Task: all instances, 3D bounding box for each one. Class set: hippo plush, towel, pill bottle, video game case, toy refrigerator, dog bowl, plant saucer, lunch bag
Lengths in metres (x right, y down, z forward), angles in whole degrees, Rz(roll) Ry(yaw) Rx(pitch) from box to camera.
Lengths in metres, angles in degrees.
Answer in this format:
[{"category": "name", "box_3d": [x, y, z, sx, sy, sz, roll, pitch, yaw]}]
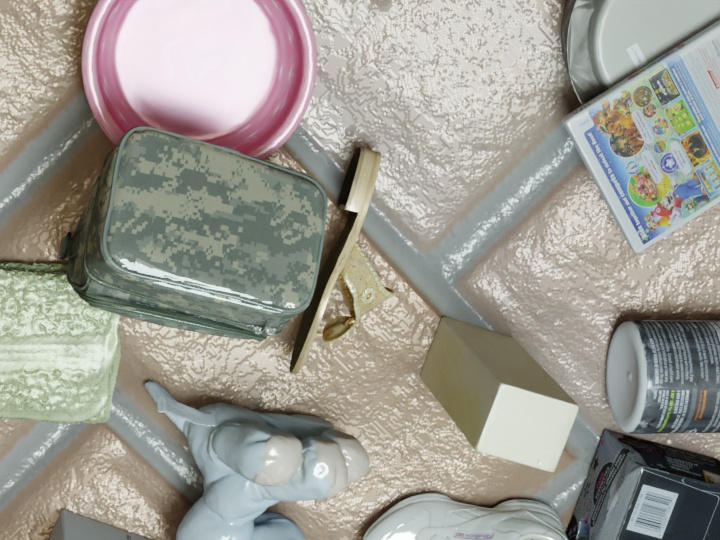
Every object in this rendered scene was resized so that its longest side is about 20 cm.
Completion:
[{"category": "hippo plush", "box_3d": [-0.101, 0.208, 1.583, 0.200, 0.159, 0.161, 13, 95, -16]}, {"category": "towel", "box_3d": [-0.309, 0.063, 1.572, 0.200, 0.036, 0.149, 3, 103, -13]}, {"category": "pill bottle", "box_3d": [0.339, 0.100, 1.681, 0.200, 0.106, 0.106, 1, 104, -12]}, {"category": "video game case", "box_3d": [0.296, -0.127, 1.597, 0.200, 0.018, 0.143, -32, 109, -2]}, {"category": "toy refrigerator", "box_3d": [0.118, 0.109, 1.587, 0.076, 0.200, 0.070, 17, 101, -16]}, {"category": "dog bowl", "box_3d": [0.271, -0.210, 1.609, 0.200, 0.059, 0.201, -3, 105, -11]}, {"category": "plant saucer", "box_3d": [-0.139, -0.180, 1.535, 0.200, 0.051, 0.201, -3, 106, -11]}, {"category": "lunch bag", "box_3d": [-0.141, -0.017, 1.517, 0.200, 0.168, 0.140, 14, 70, -19]}]

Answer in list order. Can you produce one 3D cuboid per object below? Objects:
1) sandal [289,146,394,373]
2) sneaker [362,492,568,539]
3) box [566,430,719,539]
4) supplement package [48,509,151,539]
[{"category": "sandal", "box_3d": [0.001, 0.001, 1.599, 0.070, 0.078, 0.212, 16, 96, -9]}, {"category": "sneaker", "box_3d": [0.101, 0.255, 1.677, 0.200, 0.100, 0.075, -3, 108, -10]}, {"category": "box", "box_3d": [0.269, 0.272, 1.709, 0.132, 0.115, 0.200, 16, 100, -14]}, {"category": "supplement package", "box_3d": [-0.197, 0.319, 1.619, 0.200, 0.120, 0.121, 21, 100, -16]}]
